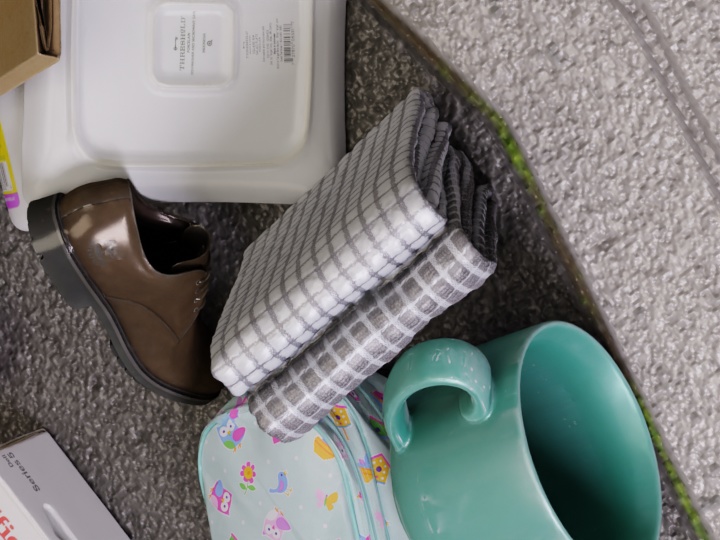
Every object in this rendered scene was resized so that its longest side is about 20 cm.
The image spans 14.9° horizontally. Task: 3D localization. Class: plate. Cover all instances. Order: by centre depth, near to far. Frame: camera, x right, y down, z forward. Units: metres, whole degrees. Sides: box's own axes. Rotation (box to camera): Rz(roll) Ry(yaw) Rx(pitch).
[{"bbox_3d":[-0.102,-0.136,1.632,0.198,0.032,0.201,-1,99,-13],"label":"plate"}]

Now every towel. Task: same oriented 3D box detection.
[{"bbox_3d":[0.000,0.000,1.575,0.165,0.200,0.086,-42,101,15],"label":"towel"}]

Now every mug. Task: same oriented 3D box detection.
[{"bbox_3d":[0.080,0.104,1.585,0.114,0.152,0.186,-22,104,32],"label":"mug"}]

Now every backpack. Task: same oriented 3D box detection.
[{"bbox_3d":[-0.015,0.156,1.659,0.166,0.126,0.201,-11,92,29],"label":"backpack"}]

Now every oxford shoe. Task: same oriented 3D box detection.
[{"bbox_3d":[-0.118,0.016,1.662,0.084,0.200,0.073,-22,51,12],"label":"oxford shoe"}]

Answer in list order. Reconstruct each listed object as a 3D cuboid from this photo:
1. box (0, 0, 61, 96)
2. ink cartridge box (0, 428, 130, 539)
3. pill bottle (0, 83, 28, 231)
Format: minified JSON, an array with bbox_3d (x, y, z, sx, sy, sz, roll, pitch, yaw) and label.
[{"bbox_3d":[-0.233,-0.176,1.633,0.200,0.021,0.165,-22,69,54],"label":"box"},{"bbox_3d":[-0.242,0.224,1.798,0.200,0.084,0.146,-43,81,26],"label":"ink cartridge box"},{"bbox_3d":[-0.188,-0.132,1.695,0.104,0.104,0.201,-11,95,26],"label":"pill bottle"}]
